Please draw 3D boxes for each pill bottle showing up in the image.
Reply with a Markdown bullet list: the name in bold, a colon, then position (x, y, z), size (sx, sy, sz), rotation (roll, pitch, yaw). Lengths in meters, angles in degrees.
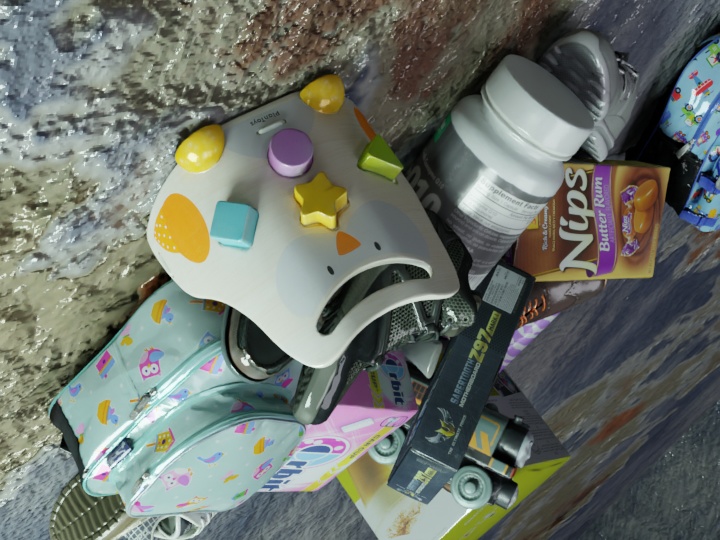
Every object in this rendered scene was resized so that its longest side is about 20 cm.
- **pill bottle**: position (0.102, -0.076, 0.887), size (0.112, 0.113, 0.201), rotation (-3, 138, -50)

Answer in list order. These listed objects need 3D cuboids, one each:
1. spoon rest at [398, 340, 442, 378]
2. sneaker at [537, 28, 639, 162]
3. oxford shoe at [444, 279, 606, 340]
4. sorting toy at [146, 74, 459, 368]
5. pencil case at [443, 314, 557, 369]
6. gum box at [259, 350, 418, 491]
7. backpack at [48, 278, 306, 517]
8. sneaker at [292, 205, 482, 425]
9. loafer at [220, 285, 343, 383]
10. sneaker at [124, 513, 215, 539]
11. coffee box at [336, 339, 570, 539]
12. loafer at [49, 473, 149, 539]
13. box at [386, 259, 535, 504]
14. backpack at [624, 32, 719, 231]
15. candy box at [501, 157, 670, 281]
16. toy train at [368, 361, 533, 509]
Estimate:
- **spoon rest**: position (-0.016, 0.068, 1.009), size (0.198, 0.061, 0.101), rotation (11, 107, -32)
- **sneaker**: position (0.213, -0.175, 0.939), size (0.082, 0.074, 0.200), rotation (-52, 161, -2)
- **oxford shoe**: position (0.181, 0.040, 1.143), size (0.197, 0.073, 0.072), rotation (-16, 119, 4)
- **sorting toy**: position (-0.026, -0.026, 0.723), size (0.198, 0.181, 0.107), rotation (-28, 154, -20)
- **pencil case**: position (0.190, 0.040, 1.235), size (0.200, 0.086, 0.084), rotation (-47, 169, 19)
- **gum box**: position (-0.051, 0.147, 0.983), size (0.112, 0.067, 0.200), rotation (10, 142, -34)
- **backpack**: position (-0.129, 0.100, 0.845), size (0.201, 0.153, 0.175), rotation (-53, 147, 14)
- **sneaker**: position (0.028, 0.047, 0.814), size (0.201, 0.114, 0.076), rotation (-60, -171, -19)
- **loafer**: position (-0.040, -0.003, 0.788), size (0.063, 0.072, 0.201), rotation (-25, -152, 44)
- **sneaker**: position (-0.178, 0.243, 1.100), size (0.199, 0.081, 0.077), rotation (-8, 141, -49)
- **coffee box**: position (0.106, 0.226, 1.298), size (0.200, 0.198, 0.199), rotation (-46, 156, 18)
- **loafer**: position (-0.213, 0.205, 0.994), size (0.199, 0.076, 0.067), rotation (-40, 149, 6)
- **box**: position (0.092, 0.108, 0.973), size (0.158, 0.050, 0.202), rotation (102, 13, -67)
- **backpack**: position (0.405, -0.167, 1.111), size (0.181, 0.135, 0.201), rotation (-26, 150, -25)
- **candy box**: position (0.217, -0.052, 1.035), size (0.198, 0.056, 0.118), rotation (-2, 104, -31)
- **toy train**: position (0.092, 0.182, 1.142), size (0.115, 0.198, 0.085), rotation (-65, 164, -2)
